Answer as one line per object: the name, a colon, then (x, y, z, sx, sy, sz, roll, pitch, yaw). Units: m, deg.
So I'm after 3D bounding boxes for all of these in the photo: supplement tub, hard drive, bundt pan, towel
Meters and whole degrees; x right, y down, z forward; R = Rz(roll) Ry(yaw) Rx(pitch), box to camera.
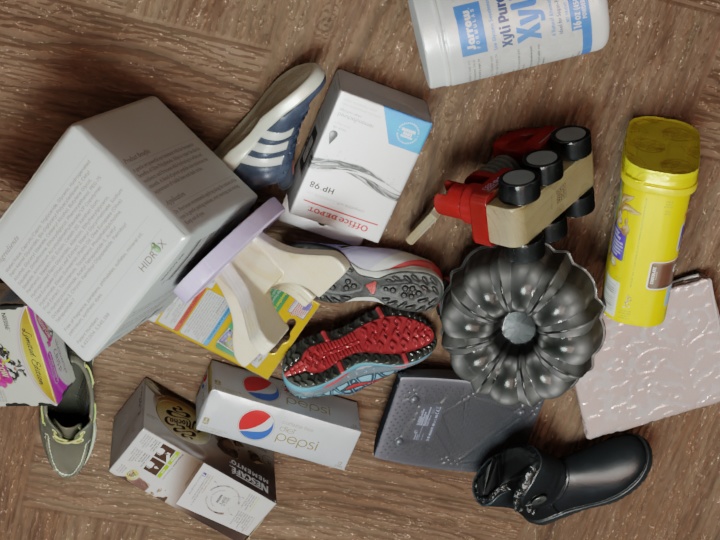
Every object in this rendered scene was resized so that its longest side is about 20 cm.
supplement tub: (0.155, -0.278, 1.593, 0.198, 0.132, 0.133, -14, 119, 1)
hard drive: (0.121, 0.187, 1.884, 0.198, 0.042, 0.136, 8, 118, -18)
bundt pan: (0.180, 0.068, 1.719, 0.199, 0.076, 0.205, 5, 108, 15)
towel: (0.360, 0.109, 1.882, 0.198, 0.032, 0.193, -16, 119, 4)

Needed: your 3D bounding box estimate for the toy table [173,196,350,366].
toy table: (-0.110, 0.012, 1.639, 0.117, 0.200, 0.184, 45, 130, -3)

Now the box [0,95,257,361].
box: (-0.257, -0.050, 1.602, 0.171, 0.199, 0.200, 44, 113, 2)

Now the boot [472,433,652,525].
boot: (0.254, 0.255, 1.882, 0.199, 0.077, 0.168, -29, 150, 20)

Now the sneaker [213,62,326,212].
sneaker: (-0.091, -0.145, 1.675, 0.084, 0.075, 0.200, 36, 119, -21)

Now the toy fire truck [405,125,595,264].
toy fire truck: (0.149, -0.087, 1.705, 0.198, 0.176, 0.130, 15, 127, 35)

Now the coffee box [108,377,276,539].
coffee box: (-0.205, 0.235, 1.845, 0.199, 0.113, 0.080, 33, 111, -21)

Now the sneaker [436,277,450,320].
sneaker: (0.172, 0.064, 1.830, 0.200, 0.074, 0.087, 43, 73, -15)

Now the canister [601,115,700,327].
canister: (0.332, -0.055, 1.725, 0.085, 0.149, 0.202, 9, 121, 7)

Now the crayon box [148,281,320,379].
crayon box: (-0.163, 0.029, 1.772, 0.199, 0.052, 0.126, 29, 112, -19)

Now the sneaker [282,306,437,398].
sneaker: (-0.005, 0.105, 1.830, 0.198, 0.080, 0.096, -13, 157, -13)

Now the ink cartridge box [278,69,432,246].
ink cartridge box: (-0.010, -0.111, 1.702, 0.115, 0.067, 0.202, 17, 116, -15)

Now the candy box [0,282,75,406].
candy box: (-0.444, 0.087, 1.733, 0.197, 0.061, 0.138, -3, 118, 16)

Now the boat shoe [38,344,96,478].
boat shoe: (-0.357, 0.174, 1.824, 0.071, 0.060, 0.204, 4, 118, -8)

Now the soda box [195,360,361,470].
soda box: (-0.102, 0.179, 1.850, 0.198, 0.068, 0.064, 17, 116, -15)

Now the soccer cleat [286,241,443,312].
soccer cleat: (0.000, 0.000, 1.765, 0.197, 0.073, 0.069, 10, 115, -3)
